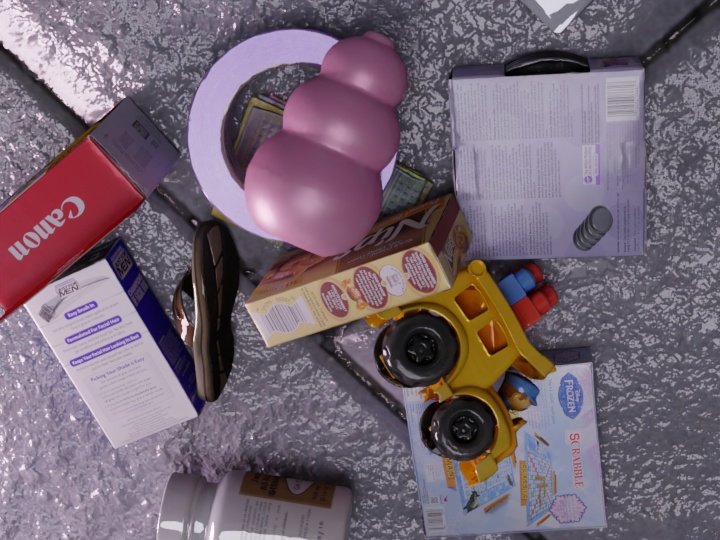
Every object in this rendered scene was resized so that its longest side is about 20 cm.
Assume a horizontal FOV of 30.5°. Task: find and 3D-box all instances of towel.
[{"bbox_3d":[-0.045,-0.076,1.325,0.200,0.023,0.144,27,112,-5],"label":"towel"}]

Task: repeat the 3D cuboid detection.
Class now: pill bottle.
[{"bbox_3d":[-0.114,0.278,1.433,0.200,0.114,0.114,8,114,3],"label":"pill bottle"}]

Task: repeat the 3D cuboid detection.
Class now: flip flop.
[{"bbox_3d":[-0.166,0.044,1.369,0.058,0.081,0.200,13,120,17],"label":"flip flop"}]

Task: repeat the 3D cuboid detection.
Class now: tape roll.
[{"bbox_3d":[-0.062,-0.130,1.258,0.200,0.066,0.200,0,101,0],"label":"tape roll"}]

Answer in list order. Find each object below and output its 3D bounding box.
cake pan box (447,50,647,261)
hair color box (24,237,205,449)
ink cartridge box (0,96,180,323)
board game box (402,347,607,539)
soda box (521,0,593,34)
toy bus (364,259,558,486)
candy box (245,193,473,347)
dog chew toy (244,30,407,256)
[{"bbox_3d":[0.181,-0.108,1.271,0.184,0.052,0.200,-4,113,6],"label":"cake pan box"},{"bbox_3d":[-0.257,0.078,1.394,0.109,0.065,0.200,-22,110,16],"label":"hair color box"},{"bbox_3d":[-0.290,-0.057,1.279,0.200,0.176,0.084,-37,104,19],"label":"ink cartridge box"},{"bbox_3d":[0.155,0.186,1.402,0.199,0.041,0.200,-5,112,9],"label":"board game box"},{"bbox_3d":[0.127,-0.305,1.182,0.200,0.068,0.064,40,111,-10],"label":"soda box"},{"bbox_3d":[0.123,0.084,1.298,0.192,0.136,0.200,-30,87,-8],"label":"toy bus"},{"bbox_3d":[0.000,0.000,1.266,0.200,0.115,0.055,-18,110,23],"label":"candy box"},{"bbox_3d":[-0.022,-0.116,1.171,0.124,0.125,0.200,23,92,-3],"label":"dog chew toy"}]
